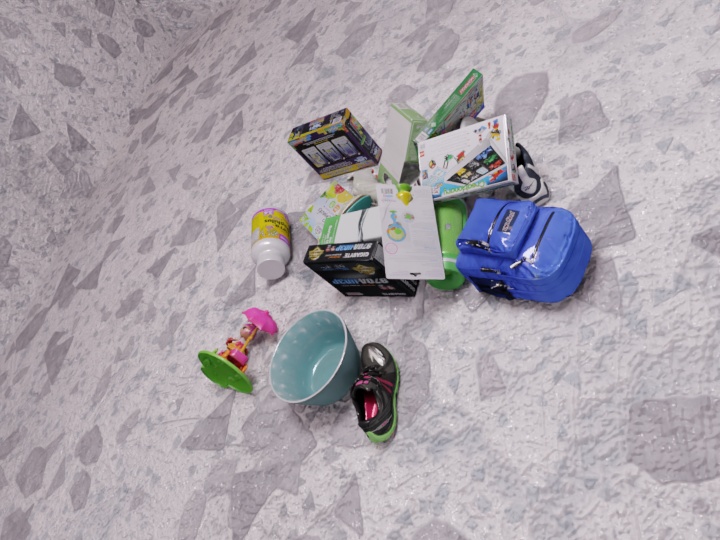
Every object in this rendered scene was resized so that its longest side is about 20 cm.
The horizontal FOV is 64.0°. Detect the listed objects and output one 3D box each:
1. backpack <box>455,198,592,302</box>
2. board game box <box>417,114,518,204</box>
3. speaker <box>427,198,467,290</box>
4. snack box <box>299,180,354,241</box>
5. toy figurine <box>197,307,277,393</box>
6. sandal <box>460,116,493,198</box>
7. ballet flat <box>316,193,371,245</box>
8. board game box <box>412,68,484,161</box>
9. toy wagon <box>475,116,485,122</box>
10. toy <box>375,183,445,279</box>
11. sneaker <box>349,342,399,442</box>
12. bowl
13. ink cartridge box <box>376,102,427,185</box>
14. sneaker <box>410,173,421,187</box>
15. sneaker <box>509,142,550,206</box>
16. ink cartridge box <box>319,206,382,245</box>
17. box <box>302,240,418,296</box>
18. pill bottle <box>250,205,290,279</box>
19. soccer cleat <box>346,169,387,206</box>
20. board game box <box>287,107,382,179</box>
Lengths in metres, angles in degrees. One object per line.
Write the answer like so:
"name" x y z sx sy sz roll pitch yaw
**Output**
"backpack" 0.276 -0.035 0.988 0.199 0.168 0.164 15 76 43
"board game box" 0.203 -0.209 1.115 0.199 0.034 0.128 -9 83 41
"speaker" 0.174 -0.064 1.165 0.088 0.088 0.201 -18 48 31
"snack box" -0.057 -0.126 1.450 0.142 0.053 0.200 -48 41 2
"toy figurine" -0.279 0.176 1.378 0.185 0.150 0.200 -56 13 -31
"sandal" 0.237 -0.244 1.240 0.050 0.082 0.205 -27 55 40
"ballet flat" -0.050 -0.104 1.341 0.062 0.067 0.201 31 85 39
"board game box" 0.196 -0.324 1.262 0.029 0.135 0.200 40 88 20
"toy wagon" 0.206 -0.294 1.362 0.199 0.040 0.156 -17 48 34
"toy" 0.090 -0.070 1.108 0.047 0.114 0.202 120 148 -65
"sneaker" 0.025 0.214 1.073 0.076 0.084 0.201 -26 44 23
"bowl" -0.078 0.192 1.169 0.200 0.105 0.202 -24 44 26
"ink cartridge box" 0.097 -0.286 1.393 0.146 0.047 0.202 -120 33 -55
"sneaker" 0.163 -0.172 1.286 0.200 0.115 0.076 -39 70 57
"sneaker" 0.296 -0.222 1.149 0.079 0.130 0.200 -29 43 18
"ink cartridge box" 0.033 -0.061 1.242 0.199 0.146 0.084 -9 57 38
"box" 0.000 0.000 1.212 0.199 0.159 0.046 -1 60 41
"pill bottle" -0.239 -0.073 1.534 0.104 0.104 0.201 -30 43 20
"soccer cleat" 0.024 -0.190 1.412 0.077 0.070 0.200 -19 34 -8
"board game box" -0.069 -0.334 1.544 0.199 0.165 0.057 -7 55 38
